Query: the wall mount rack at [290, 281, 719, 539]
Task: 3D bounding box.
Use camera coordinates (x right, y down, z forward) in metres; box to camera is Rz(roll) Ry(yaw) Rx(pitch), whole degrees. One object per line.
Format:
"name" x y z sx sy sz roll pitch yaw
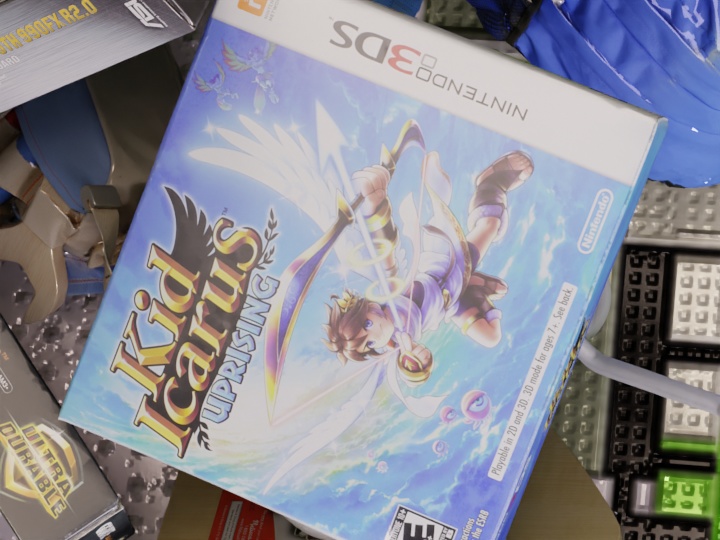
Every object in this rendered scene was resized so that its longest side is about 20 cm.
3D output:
"wall mount rack" 0.062 0.052 1.185 0.174 0.075 0.200 44 61 9

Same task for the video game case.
"video game case" 0.000 0.000 1.100 0.180 0.045 0.201 22 95 10

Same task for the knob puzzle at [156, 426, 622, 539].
"knob puzzle" 0.013 0.119 1.203 0.218 0.031 0.220 -6 42 5

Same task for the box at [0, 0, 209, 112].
"box" -0.105 -0.158 1.163 0.158 0.048 0.201 -17 37 39

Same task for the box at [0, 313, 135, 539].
"box" -0.170 0.037 1.202 0.046 0.159 0.200 -33 84 -8

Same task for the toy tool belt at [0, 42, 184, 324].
"toy tool belt" -0.131 -0.042 1.272 0.123 0.124 0.201 -38 64 38

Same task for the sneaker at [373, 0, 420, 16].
"sneaker" -0.015 -0.096 1.179 0.076 0.200 0.112 20 61 -5

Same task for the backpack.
"backpack" 0.137 -0.146 1.203 0.162 0.168 0.200 -29 78 -28
